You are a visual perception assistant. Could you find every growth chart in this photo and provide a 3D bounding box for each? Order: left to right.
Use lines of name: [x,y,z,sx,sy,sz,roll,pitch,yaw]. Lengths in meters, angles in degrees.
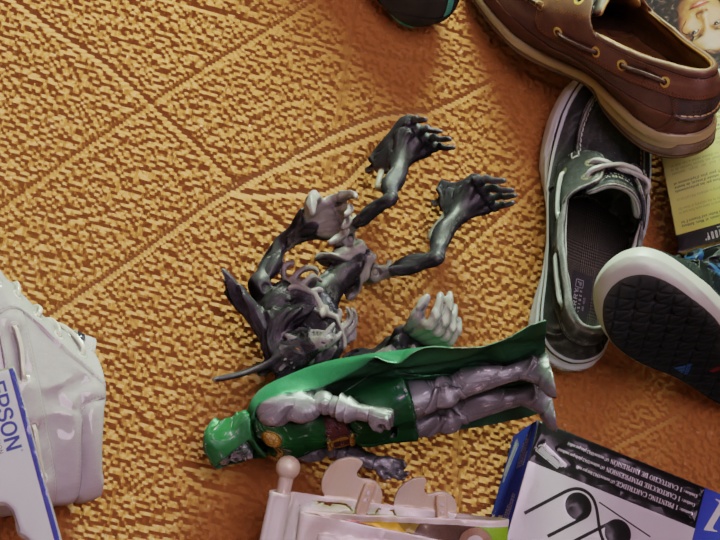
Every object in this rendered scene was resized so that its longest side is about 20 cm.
growth chart: [0.029,0.190,1.507,0.200,0.018,0.145,20,88,-11]

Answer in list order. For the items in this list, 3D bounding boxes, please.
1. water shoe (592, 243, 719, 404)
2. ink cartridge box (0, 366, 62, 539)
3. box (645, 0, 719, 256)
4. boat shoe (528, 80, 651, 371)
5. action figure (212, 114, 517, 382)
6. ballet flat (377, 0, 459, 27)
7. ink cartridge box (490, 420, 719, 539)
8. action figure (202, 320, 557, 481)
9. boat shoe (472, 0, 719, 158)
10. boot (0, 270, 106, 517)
water shoe: [0.197,0.019,1.599,0.200,0.071,0.079,36,45,-48]
ink cartridge box: [-0.249,0.171,1.400,0.200,0.043,0.197,-15,75,-6]
box: [0.221,-0.108,1.679,0.050,0.075,0.200,23,54,-60]
boat shoe: [0.149,-0.037,1.632,0.072,0.071,0.200,13,66,-15]
action figure: [0.000,0.000,1.548,0.119,0.102,0.200,45,64,-13]
ballet flat: [-0.003,-0.239,1.655,0.068,0.068,0.200,-41,87,-26]
ink cartridge box: [0.174,0.169,1.580,0.200,0.044,0.094,23,66,-11]
action figure: [0.010,0.081,1.514,0.200,0.118,0.055,-10,59,0]
boat shoe: [0.146,-0.152,1.646,0.072,0.068,0.200,-28,57,-34]
boot: [-0.195,0.038,1.490,0.095,0.074,0.200,-4,80,-27]
